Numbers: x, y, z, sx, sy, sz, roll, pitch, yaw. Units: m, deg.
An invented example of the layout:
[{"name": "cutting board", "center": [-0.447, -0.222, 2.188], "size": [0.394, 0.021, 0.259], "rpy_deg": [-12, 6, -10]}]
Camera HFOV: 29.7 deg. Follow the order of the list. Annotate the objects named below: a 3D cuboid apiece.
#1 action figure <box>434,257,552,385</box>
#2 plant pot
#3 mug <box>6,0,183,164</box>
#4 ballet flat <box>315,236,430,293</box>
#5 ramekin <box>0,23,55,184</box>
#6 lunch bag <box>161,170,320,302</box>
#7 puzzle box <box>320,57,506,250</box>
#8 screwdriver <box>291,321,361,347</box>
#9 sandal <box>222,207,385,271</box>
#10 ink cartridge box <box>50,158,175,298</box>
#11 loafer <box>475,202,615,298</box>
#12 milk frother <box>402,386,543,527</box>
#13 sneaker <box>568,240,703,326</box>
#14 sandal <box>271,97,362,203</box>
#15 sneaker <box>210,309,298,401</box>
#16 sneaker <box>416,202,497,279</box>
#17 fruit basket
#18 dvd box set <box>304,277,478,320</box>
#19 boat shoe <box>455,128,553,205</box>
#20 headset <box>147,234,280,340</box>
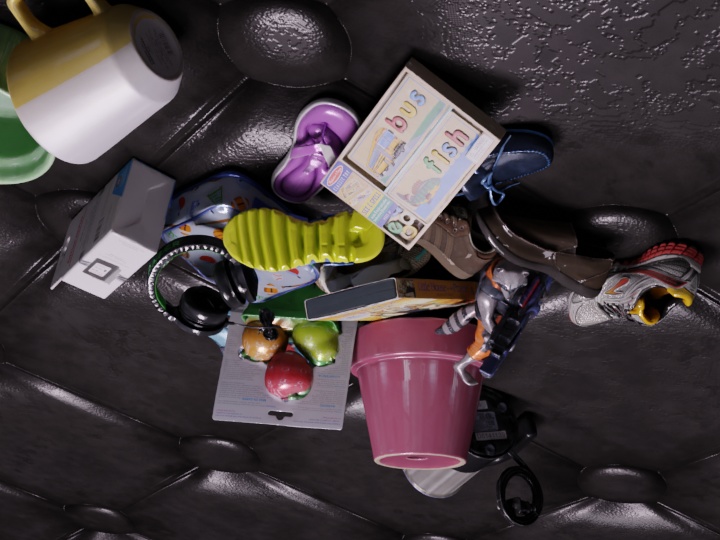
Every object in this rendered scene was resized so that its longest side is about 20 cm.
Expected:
[{"name": "action figure", "center": [0.158, 0.060, 1.709], "size": [0.104, 0.200, 0.194], "rpy_deg": [32, 139, 8]}, {"name": "plant pot", "center": [0.084, 0.176, 1.877], "size": [0.199, 0.180, 0.200], "rpy_deg": [1, 162, 0]}, {"name": "mug", "center": [-0.285, -0.219, 1.454], "size": [0.153, 0.150, 0.186], "rpy_deg": [-22, 143, 29]}, {"name": "ballet flat", "center": [0.000, 0.000, 1.764], "size": [0.200, 0.075, 0.068], "rpy_deg": [-17, 112, 37]}, {"name": "ramekin", "center": [-0.436, -0.198, 1.566], "size": [0.199, 0.098, 0.200], "rpy_deg": [8, 147, 5]}, {"name": "lunch bag", "center": [-0.144, -0.041, 1.749], "size": [0.160, 0.076, 0.200], "rpy_deg": [-23, 134, 38]}, {"name": "puzzle box", "center": [0.055, -0.127, 1.518], "size": [0.133, 0.025, 0.200], "rpy_deg": [37, 130, -1]}, {"name": "screwdriver", "center": [-0.040, 0.074, 1.940], "size": [0.200, 0.028, 0.029], "rpy_deg": [-22, 105, 42]}, {"name": "sandal", "center": [-0.068, -0.035, 1.654], "size": [0.199, 0.080, 0.087], "rpy_deg": [3, 178, 5]}, {"name": "ink cartridge box", "center": [-0.321, -0.044, 1.755], "size": [0.067, 0.116, 0.200], "rpy_deg": [26, 145, -24]}, {"name": "loafer", "center": [0.228, -0.039, 1.658], "size": [0.200, 0.073, 0.071], "rpy_deg": [25, 118, -25]}, {"name": "milk frother", "center": [0.175, 0.310, 2.082], "size": [0.180, 0.201, 0.188], "rpy_deg": [15, 148, -15]}, {"name": "sneaker", "center": [0.338, 0.032, 1.708], "size": [0.078, 0.082, 0.200], "rpy_deg": [30, 144, -27]}, {"name": "sandal", "center": [-0.051, -0.128, 1.605], "size": [0.082, 0.050, 0.203], "rpy_deg": [17, 147, -11]}, {"name": "sneaker", "center": [-0.155, 0.127, 1.989], "size": [0.200, 0.096, 0.079], "rpy_deg": [34, 141, -32]}, {"name": "sneaker", "center": [0.093, -0.066, 1.663], "size": [0.075, 0.071, 0.200], "rpy_deg": [-36, 131, 25]}, {"name": "fruit basket", "center": [-0.098, 0.119, 1.867], "size": [0.184, 0.201, 0.094], "rpy_deg": [2, 162, 12]}, {"name": "dvd box set", "center": [0.044, 0.039, 1.769], "size": [0.146, 0.030, 0.200], "rpy_deg": [-15, 170, 33]}, {"name": "boat shoe", "center": [0.130, -0.106, 1.567], "size": [0.199, 0.069, 0.084], "rpy_deg": [-14, 140, 33]}, {"name": "headset", "center": [-0.179, 0.026, 1.723], "size": [0.123, 0.094, 0.200], "rpy_deg": [-41, 120, 17]}]
